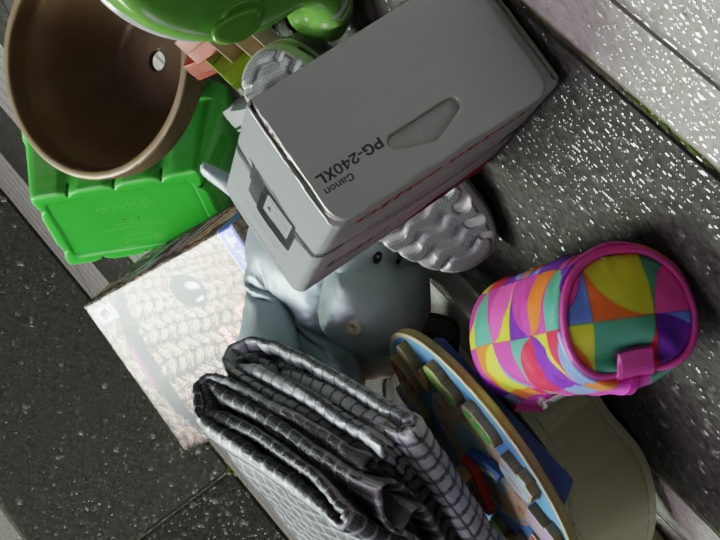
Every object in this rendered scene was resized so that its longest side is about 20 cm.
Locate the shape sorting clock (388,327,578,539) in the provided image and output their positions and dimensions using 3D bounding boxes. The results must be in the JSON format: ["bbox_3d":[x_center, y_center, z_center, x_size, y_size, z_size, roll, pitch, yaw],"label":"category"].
[{"bbox_3d":[0.079,0.124,1.161,0.200,0.039,0.200,47,165,17],"label":"shape sorting clock"}]

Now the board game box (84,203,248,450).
[{"bbox_3d":[-0.104,0.039,1.487,0.200,0.097,0.159,-27,102,39],"label":"board game box"}]

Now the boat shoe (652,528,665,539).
[{"bbox_3d":[0.223,0.261,1.238,0.200,0.065,0.072,52,143,22],"label":"boat shoe"}]

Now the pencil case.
[{"bbox_3d":[0.123,0.035,1.011,0.088,0.088,0.200,54,168,0],"label":"pencil case"}]

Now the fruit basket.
[{"bbox_3d":[-0.191,-0.111,1.609,0.216,0.216,0.156,42,163,42],"label":"fruit basket"}]

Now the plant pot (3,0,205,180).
[{"bbox_3d":[-0.195,-0.177,1.475,0.201,0.201,0.093,49,-152,21],"label":"plant pot"}]

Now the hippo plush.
[{"bbox_3d":[0.000,0.000,1.279,0.161,0.159,0.200,-23,70,50],"label":"hippo plush"}]

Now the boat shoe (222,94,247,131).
[{"bbox_3d":[-0.054,-0.112,1.302,0.064,0.071,0.200,56,175,-7],"label":"boat shoe"}]

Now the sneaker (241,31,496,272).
[{"bbox_3d":[0.018,-0.085,1.140,0.200,0.082,0.075,46,124,-10],"label":"sneaker"}]

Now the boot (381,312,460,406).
[{"bbox_3d":[0.042,0.147,1.386,0.200,0.069,0.174,85,-170,-56],"label":"boot"}]

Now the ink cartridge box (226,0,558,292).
[{"bbox_3d":[0.010,-0.073,0.983,0.083,0.145,0.200,55,168,4],"label":"ink cartridge box"}]

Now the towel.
[{"bbox_3d":[-0.011,0.145,1.193,0.200,0.086,0.166,26,157,45],"label":"towel"}]

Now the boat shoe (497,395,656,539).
[{"bbox_3d":[0.138,0.115,1.185,0.200,0.072,0.060,59,169,-27],"label":"boat shoe"}]

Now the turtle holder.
[{"bbox_3d":[-0.087,-0.207,1.058,0.132,0.185,0.141,-161,68,-68],"label":"turtle holder"}]

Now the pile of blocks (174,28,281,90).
[{"bbox_3d":[-0.090,-0.151,1.221,0.082,0.062,0.200,43,-176,-1],"label":"pile of blocks"}]
